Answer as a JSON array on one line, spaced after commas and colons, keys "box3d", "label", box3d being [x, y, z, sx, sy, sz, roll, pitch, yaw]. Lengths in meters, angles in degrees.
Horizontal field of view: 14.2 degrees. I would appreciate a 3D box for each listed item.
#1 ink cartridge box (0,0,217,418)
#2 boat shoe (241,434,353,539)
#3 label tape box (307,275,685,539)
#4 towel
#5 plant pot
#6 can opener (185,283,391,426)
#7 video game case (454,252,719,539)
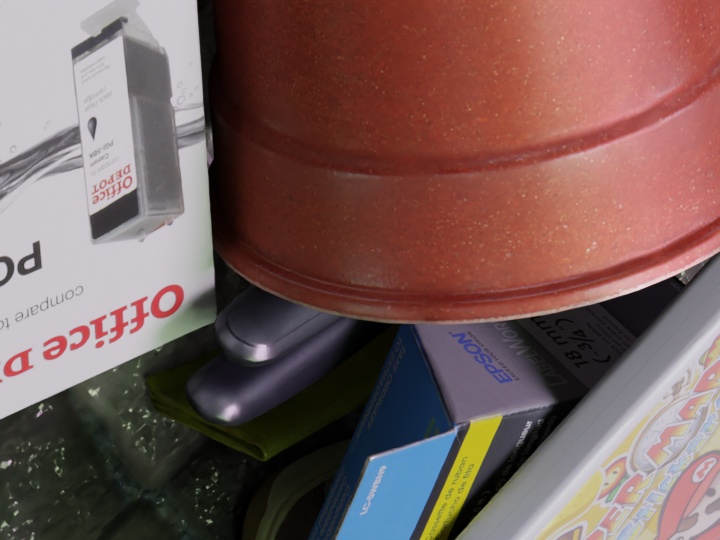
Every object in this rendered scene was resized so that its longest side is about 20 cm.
[{"box3d": [-0.126, -0.054, 0.888, 0.147, 0.083, 0.200, -25, 131, -29], "label": "ink cartridge box"}, {"box3d": [0.048, 0.086, 1.156, 0.200, 0.065, 0.073, -26, 131, -28], "label": "boat shoe"}, {"box3d": [0.034, 0.082, 1.020, 0.200, 0.063, 0.144, -9, 133, -43], "label": "label tape box"}, {"box3d": [0.023, 0.011, 1.069, 0.200, 0.086, 0.018, -28, 113, -26], "label": "towel"}, {"box3d": [0.032, -0.117, 0.922, 0.201, 0.201, 0.195, -27, 124, -27], "label": "plant pot"}, {"box3d": [0.000, 0.000, 1.004, 0.200, 0.079, 0.063, -44, 155, -48], "label": "can opener"}, {"box3d": [0.133, 0.058, 1.023, 0.200, 0.023, 0.182, -48, 148, 6], "label": "video game case"}]
